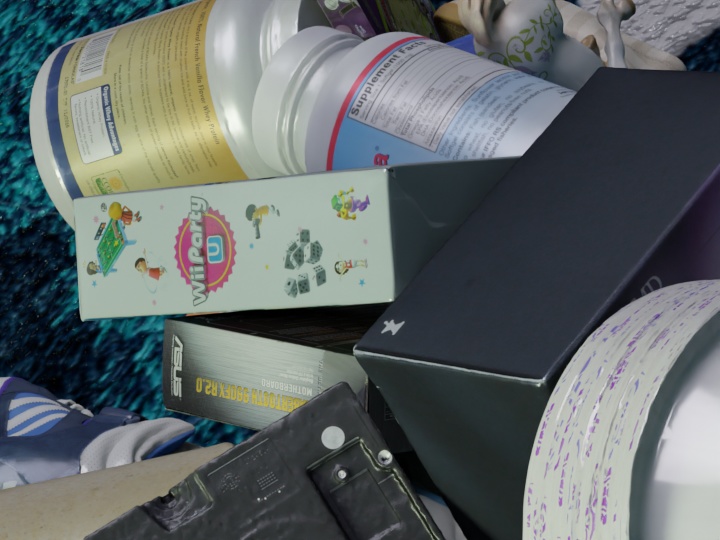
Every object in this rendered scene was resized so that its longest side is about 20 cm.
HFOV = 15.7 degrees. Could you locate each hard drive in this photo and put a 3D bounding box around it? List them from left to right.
[{"bbox_3d":[-0.012,0.167,1.128,0.140,0.200,0.038,-32,-15,-6],"label":"hard drive"}]

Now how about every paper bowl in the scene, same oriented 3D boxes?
[{"bbox_3d":[0.168,0.102,1.019,0.104,0.201,0.201,-3,39,51],"label":"paper bowl"}]

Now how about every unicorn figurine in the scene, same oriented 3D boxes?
[{"bbox_3d":[0.122,-0.105,1.409,0.074,0.200,0.138,-48,26,41],"label":"unicorn figurine"}]

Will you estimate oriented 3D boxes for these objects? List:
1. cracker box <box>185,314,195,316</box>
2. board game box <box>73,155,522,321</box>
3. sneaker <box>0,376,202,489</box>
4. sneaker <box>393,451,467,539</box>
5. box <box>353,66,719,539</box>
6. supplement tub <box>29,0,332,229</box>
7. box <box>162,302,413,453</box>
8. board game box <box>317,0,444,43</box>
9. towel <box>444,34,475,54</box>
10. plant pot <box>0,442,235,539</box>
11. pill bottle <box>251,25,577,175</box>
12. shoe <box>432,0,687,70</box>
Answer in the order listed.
[{"bbox_3d":[0.000,0.000,1.495,0.134,0.058,0.200,6,45,46],"label":"cracker box"},{"bbox_3d":[-0.015,-0.015,1.236,0.200,0.064,0.147,-4,1,41],"label":"board game box"},{"bbox_3d":[-0.151,0.111,1.468,0.146,0.081,0.200,0,10,3],"label":"sneaker"},{"bbox_3d":[0.005,0.128,1.245,0.081,0.077,0.200,4,16,-14],"label":"sneaker"},{"bbox_3d":[0.133,0.048,1.150,0.123,0.199,0.200,6,46,48],"label":"box"},{"bbox_3d":[-0.092,-0.100,1.646,0.200,0.145,0.145,-15,33,28],"label":"supplement tub"},{"bbox_3d":[0.027,0.048,1.297,0.200,0.048,0.158,-6,10,-41],"label":"box"},{"bbox_3d":[0.005,-0.175,1.616,0.032,0.200,0.120,-18,31,24],"label":"board game box"},{"bbox_3d":[0.079,-0.067,1.450,0.144,0.024,0.200,-19,45,-22],"label":"towel"},{"bbox_3d":[-0.123,0.171,1.232,0.183,0.201,0.201,-20,29,-2],"label":"plant pot"},{"bbox_3d":[0.043,-0.060,1.350,0.200,0.109,0.109,23,57,35],"label":"pill bottle"},{"bbox_3d":[0.119,-0.129,1.577,0.053,0.070,0.200,-40,38,-17],"label":"shoe"}]
